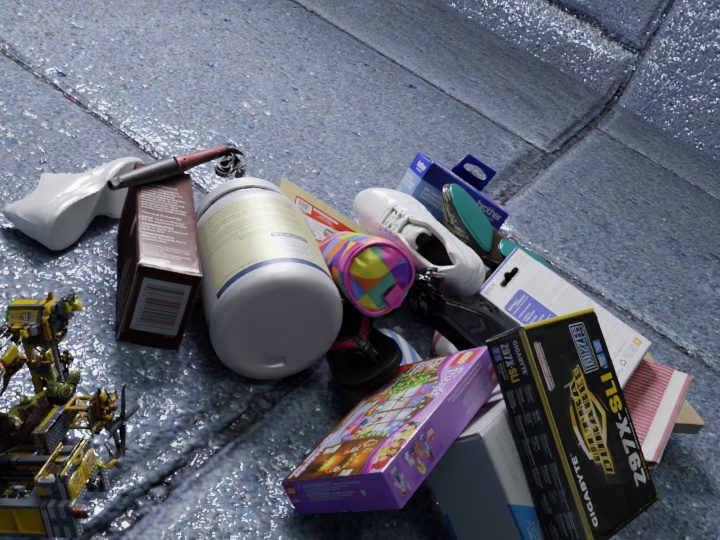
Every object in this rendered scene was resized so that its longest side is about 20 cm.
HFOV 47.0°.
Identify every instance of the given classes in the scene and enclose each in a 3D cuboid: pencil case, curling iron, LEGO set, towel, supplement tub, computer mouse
[{"bbox_3d":[0.000,0.000,0.949,0.087,0.090,0.200,18,1,-12],"label":"pencil case"},{"bbox_3d":[-0.204,-0.118,0.952,0.049,0.026,0.198,37,33,26],"label":"curling iron"},{"bbox_3d":[-0.236,0.109,0.643,0.113,0.158,0.200,-1,17,8],"label":"LEGO set"},{"bbox_3d":[0.273,0.144,0.978,0.197,0.023,0.145,18,50,29],"label":"towel"},{"bbox_3d":[-0.111,0.003,0.919,0.142,0.147,0.201,8,34,-28],"label":"supplement tub"},{"bbox_3d":[0.128,0.060,0.956,0.199,0.053,0.138,42,-14,-6],"label":"computer mouse"}]

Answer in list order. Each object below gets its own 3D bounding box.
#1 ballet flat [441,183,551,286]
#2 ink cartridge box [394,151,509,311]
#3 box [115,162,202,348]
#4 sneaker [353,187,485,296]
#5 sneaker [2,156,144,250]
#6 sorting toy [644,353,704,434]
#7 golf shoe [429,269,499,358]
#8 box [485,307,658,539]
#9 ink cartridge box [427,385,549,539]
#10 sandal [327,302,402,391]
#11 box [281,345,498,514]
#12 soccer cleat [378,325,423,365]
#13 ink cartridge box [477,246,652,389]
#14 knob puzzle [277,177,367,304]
[{"bbox_3d":[0.156,-0.025,1.048,0.199,0.075,0.069,37,41,-21],"label":"ballet flat"},{"bbox_3d":[0.101,-0.060,1.097,0.135,0.202,0.076,29,10,-19],"label":"ink cartridge box"},{"bbox_3d":[-0.225,-0.022,0.915,0.073,0.101,0.202,12,32,-22],"label":"box"},{"bbox_3d":[0.062,-0.048,0.987,0.199,0.071,0.080,37,2,30],"label":"sneaker"},{"bbox_3d":[-0.335,-0.096,0.984,0.087,0.077,0.200,20,29,14],"label":"sneaker"},{"bbox_3d":[0.316,0.150,1.101,0.195,0.070,0.201,9,34,-28],"label":"sorting toy"},{"bbox_3d":[0.143,0.066,1.076,0.072,0.093,0.201,28,32,0],"label":"golf shoe"},{"bbox_3d":[0.207,0.147,0.797,0.158,0.049,0.204,-4,75,-52],"label":"box"},{"bbox_3d":[0.161,0.194,0.824,0.199,0.083,0.148,-25,91,-51],"label":"ink cartridge box"},{"bbox_3d":[-0.012,0.074,0.922,0.046,0.074,0.200,58,-5,-24],"label":"sandal"},{"bbox_3d":[0.034,0.148,0.781,0.199,0.135,0.040,-40,105,-45],"label":"box"},{"bbox_3d":[0.071,0.149,0.929,0.199,0.071,0.086,38,51,20],"label":"soccer cleat"},{"bbox_3d":[0.238,0.064,0.984,0.199,0.037,0.095,39,58,15],"label":"ink cartridge box"},{"bbox_3d":[-0.050,-0.019,1.109,0.217,0.031,0.222,30,32,-21],"label":"knob puzzle"}]
